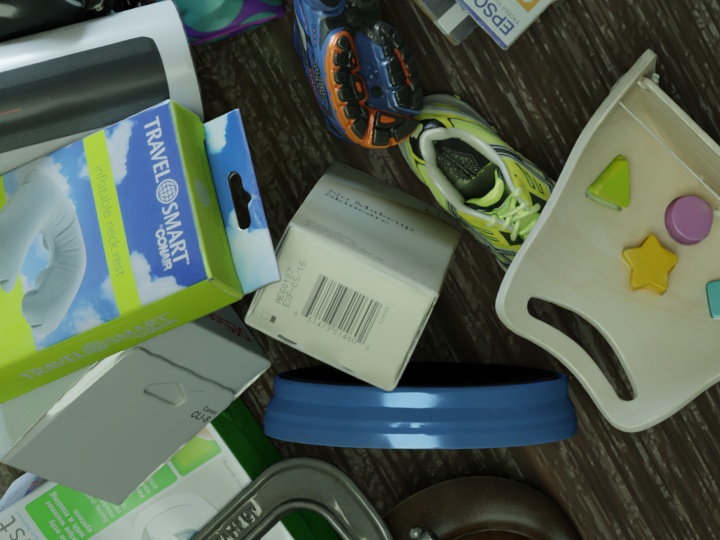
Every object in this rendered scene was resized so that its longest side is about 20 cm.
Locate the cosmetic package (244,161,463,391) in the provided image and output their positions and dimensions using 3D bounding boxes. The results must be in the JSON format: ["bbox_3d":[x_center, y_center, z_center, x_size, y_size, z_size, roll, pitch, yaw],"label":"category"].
[{"bbox_3d":[0.000,0.000,1.505,0.103,0.200,0.073,25,106,-1],"label":"cosmetic package"}]

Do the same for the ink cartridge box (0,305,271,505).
[{"bbox_3d":[-0.186,0.021,1.514,0.145,0.145,0.200,-44,60,9],"label":"ink cartridge box"}]

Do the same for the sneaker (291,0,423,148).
[{"bbox_3d":[-0.020,-0.171,1.531,0.075,0.078,0.201,-8,86,-24],"label":"sneaker"}]

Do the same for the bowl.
[{"bbox_3d":[0.038,0.084,1.522,0.200,0.201,0.040,0,92,7],"label":"bowl"}]

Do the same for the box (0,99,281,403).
[{"bbox_3d":[-0.154,-0.014,1.399,0.200,0.048,0.122,-23,66,18],"label":"box"}]

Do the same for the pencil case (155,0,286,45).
[{"bbox_3d":[-0.116,-0.242,1.520,0.092,0.085,0.201,-6,106,43],"label":"pencil case"}]

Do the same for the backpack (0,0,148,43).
[{"bbox_3d":[-0.235,-0.233,1.491,0.150,0.178,0.201,-16,87,14],"label":"backpack"}]

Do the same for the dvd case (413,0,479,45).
[{"bbox_3d":[0.047,-0.264,1.503,0.149,0.016,0.200,-43,94,-7],"label":"dvd case"}]

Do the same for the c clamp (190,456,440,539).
[{"bbox_3d":[-0.035,0.215,1.541,0.200,0.027,0.171,-38,84,14],"label":"c clamp"}]

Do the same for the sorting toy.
[{"bbox_3d":[0.183,-0.001,1.498,0.200,0.107,0.180,44,81,-4],"label":"sorting toy"}]

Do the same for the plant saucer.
[{"bbox_3d":[0.074,0.237,1.591,0.200,0.032,0.201,-6,104,-24],"label":"plant saucer"}]

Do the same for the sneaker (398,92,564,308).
[{"bbox_3d":[0.101,-0.032,1.547,0.200,0.076,0.075,37,104,-4],"label":"sneaker"}]

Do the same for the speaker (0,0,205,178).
[{"bbox_3d":[-0.199,-0.101,1.435,0.199,0.081,0.081,-15,102,-8],"label":"speaker"}]

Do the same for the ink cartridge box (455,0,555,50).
[{"bbox_3d":[0.088,-0.273,1.481,0.200,0.043,0.196,-45,95,-3],"label":"ink cartridge box"}]

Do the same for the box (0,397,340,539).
[{"bbox_3d":[-0.123,0.192,1.623,0.176,0.097,0.200,-32,99,11],"label":"box"}]
